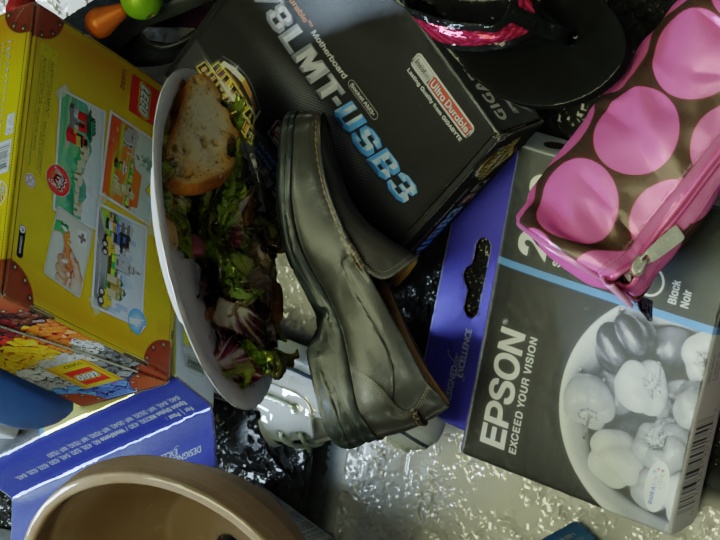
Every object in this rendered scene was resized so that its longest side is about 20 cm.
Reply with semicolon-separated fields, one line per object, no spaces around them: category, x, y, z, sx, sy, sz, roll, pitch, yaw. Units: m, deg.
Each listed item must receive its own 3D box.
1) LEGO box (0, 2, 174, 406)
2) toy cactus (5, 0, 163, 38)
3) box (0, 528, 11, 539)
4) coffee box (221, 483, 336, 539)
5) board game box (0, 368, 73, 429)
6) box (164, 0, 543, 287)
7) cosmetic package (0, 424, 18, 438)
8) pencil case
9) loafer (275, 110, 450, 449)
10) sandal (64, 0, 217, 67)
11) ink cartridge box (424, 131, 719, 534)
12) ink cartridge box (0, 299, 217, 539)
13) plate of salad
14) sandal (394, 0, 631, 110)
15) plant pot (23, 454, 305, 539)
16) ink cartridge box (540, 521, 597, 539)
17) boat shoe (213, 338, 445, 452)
LEGO box;-0.184;-0.039;1.317;0.077;0.149;0.200;-16;59;33
toy cactus;-0.131;-0.234;1.319;0.200;0.102;0.165;-24;47;27
box;-0.251;0.244;1.490;0.200;0.124;0.098;3;100;33
coffee box;-0.031;0.242;1.374;0.200;0.080;0.113;34;113;24
board game box;-0.240;0.005;1.344;0.039;0.158;0.200;-18;57;27
box;-0.010;-0.104;1.295;0.200;0.050;0.199;55;136;13
cosmetic package;-0.257;0.001;1.412;0.071;0.101;0.200;-2;70;47
pencil case;0.175;-0.077;1.151;0.091;0.094;0.200;31;99;-22
loafer;0.000;0.000;1.257;0.072;0.073;0.200;-13;92;14
sandal;-0.140;-0.158;1.390;0.200;0.075;0.048;-22;122;33
ink cartridge box;0.122;0.028;1.261;0.200;0.043;0.198;19;108;30
ink cartridge box;-0.175;0.065;1.401;0.198;0.047;0.200;-26;52;34
plate of salad;-0.072;-0.020;1.238;0.048;0.200;0.200;-11;92;14
sandal;0.056;-0.153;1.174;0.200;0.045;0.075;36;95;21
plant pot;-0.095;0.186;1.288;0.201;0.093;0.201;12;121;21
ink cartridge box;0.144;0.253;1.225;0.200;0.145;0.084;42;117;20
boat shoe;-0.035;0.083;1.349;0.200;0.074;0.067;23;83;40
